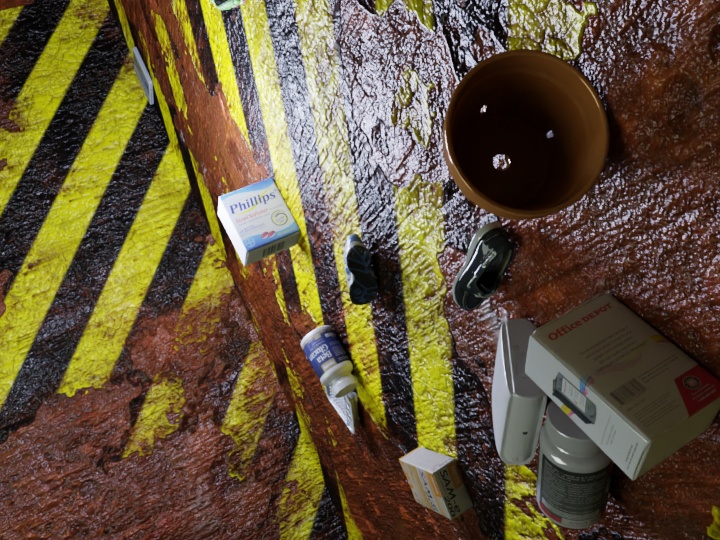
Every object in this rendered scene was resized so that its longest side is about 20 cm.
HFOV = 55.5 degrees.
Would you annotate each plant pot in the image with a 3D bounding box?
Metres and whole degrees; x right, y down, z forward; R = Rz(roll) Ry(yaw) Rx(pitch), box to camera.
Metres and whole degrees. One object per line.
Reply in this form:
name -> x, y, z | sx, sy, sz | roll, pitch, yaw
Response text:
plant pot -> 0.195, -0.154, 0.872 | 0.203, 0.198, 0.140 | 64, 175, 6

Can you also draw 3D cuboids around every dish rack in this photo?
dish rack -> -0.057, 0.410, 2.215 | 0.200, 0.043, 0.174 | 46, 151, 43

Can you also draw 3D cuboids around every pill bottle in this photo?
pill bottle -> -0.090, 0.277, 2.066 | 0.201, 0.110, 0.112 | 57, 157, 22
pill bottle -> 0.334, 0.295, 1.065 | 0.114, 0.113, 0.203 | 42, 147, 47

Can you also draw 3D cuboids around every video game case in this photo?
video game case -> -1.022, -0.915, 3.226 | 0.202, 0.022, 0.182 | 64, 159, 11

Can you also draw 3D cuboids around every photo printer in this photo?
photo printer -> 0.258, 0.208, 1.133 | 0.168, 0.068, 0.202 | -84, -7, -47

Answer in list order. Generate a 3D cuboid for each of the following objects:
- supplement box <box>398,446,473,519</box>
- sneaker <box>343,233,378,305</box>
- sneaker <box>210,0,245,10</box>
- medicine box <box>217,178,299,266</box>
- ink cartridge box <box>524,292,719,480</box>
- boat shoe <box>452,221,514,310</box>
supplement box -> 0.184, 0.527, 1.713 | 0.128, 0.073, 0.200 | 67, 159, -3
sneaker -> 0.000, 0.000, 1.653 | 0.078, 0.074, 0.202 | -104, 8, -48
sneaker -> -0.348, -0.715, 1.736 | 0.200, 0.076, 0.085 | 40, 151, 48
medicine box -> -0.308, -0.147, 2.066 | 0.202, 0.180, 0.103 | 60, 157, 15
ink cartridge box -> 0.330, 0.140, 0.873 | 0.200, 0.146, 0.087 | 47, 151, 42
boat shoe -> 0.205, 0.010, 1.144 | 0.202, 0.075, 0.061 | 93, 152, -50
